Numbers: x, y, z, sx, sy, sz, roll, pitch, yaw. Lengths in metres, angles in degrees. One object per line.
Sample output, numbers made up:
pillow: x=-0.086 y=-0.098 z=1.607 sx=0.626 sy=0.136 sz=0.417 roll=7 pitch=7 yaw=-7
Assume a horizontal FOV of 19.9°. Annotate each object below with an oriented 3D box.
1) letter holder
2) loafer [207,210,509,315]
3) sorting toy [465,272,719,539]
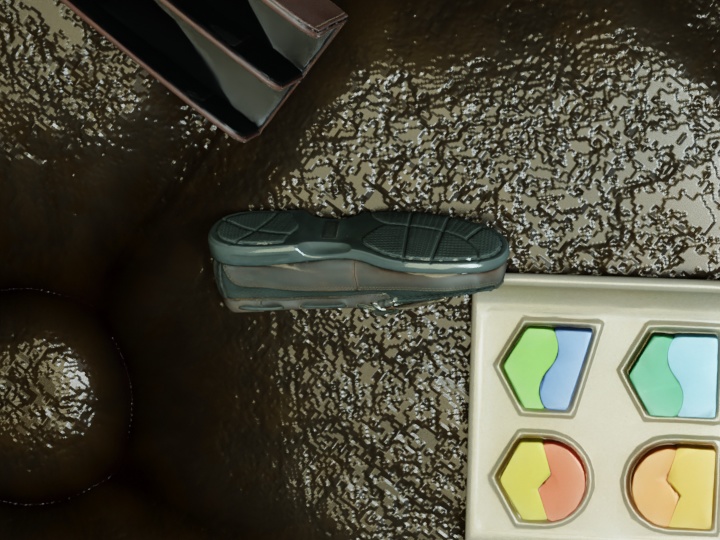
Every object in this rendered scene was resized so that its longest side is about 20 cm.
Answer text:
letter holder: x=-0.122 y=-0.178 z=1.277 sx=0.200 sy=0.142 sz=0.101 roll=39 pitch=102 yaw=-1
loafer: x=0.000 y=0.000 z=1.341 sx=0.199 sy=0.072 sz=0.063 roll=4 pitch=120 yaw=13
sorting toy: x=0.162 y=0.103 z=1.346 sx=0.184 sy=0.036 sz=0.201 roll=2 pitch=100 yaw=6
